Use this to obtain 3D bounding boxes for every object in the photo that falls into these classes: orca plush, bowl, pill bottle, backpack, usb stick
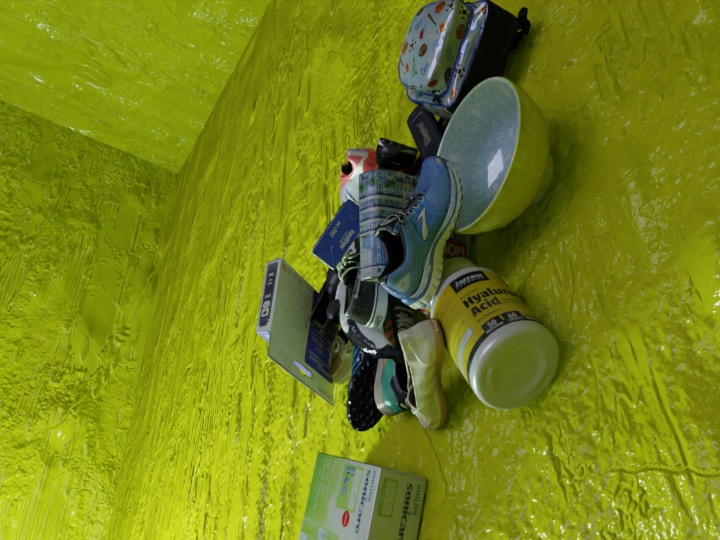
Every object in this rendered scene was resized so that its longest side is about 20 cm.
[{"bbox_3d":[0.015,0.088,1.021,0.200,0.103,0.073,41,148,46],"label":"orca plush"},{"bbox_3d":[0.188,-0.137,0.895,0.200,0.105,0.205,-44,39,51],"label":"bowl"},{"bbox_3d":[0.150,0.066,0.835,0.113,0.109,0.201,-61,27,17],"label":"pill bottle"},{"bbox_3d":[0.144,-0.330,1.076,0.205,0.151,0.190,-66,21,4],"label":"backpack"},{"bbox_3d":[0.114,-0.212,1.110,0.056,0.032,0.202,-54,29,28],"label":"usb stick"}]

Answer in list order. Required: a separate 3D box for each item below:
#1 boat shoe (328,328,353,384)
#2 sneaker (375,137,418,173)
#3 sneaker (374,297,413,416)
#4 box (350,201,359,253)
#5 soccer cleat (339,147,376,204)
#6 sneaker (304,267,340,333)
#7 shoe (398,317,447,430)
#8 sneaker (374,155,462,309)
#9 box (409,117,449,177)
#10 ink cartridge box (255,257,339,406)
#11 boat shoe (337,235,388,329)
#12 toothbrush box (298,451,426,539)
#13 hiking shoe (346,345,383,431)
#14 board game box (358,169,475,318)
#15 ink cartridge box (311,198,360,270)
[{"bbox_3d":[-0.018,0.102,1.203,0.073,0.061,0.205,33,103,63],"label":"boat shoe"},{"bbox_3d":[0.057,-0.174,1.187,0.200,0.068,0.093,-43,-30,-83],"label":"sneaker"},{"bbox_3d":[0.066,0.113,1.028,0.079,0.070,0.205,-31,51,47],"label":"sneaker"},{"bbox_3d":[0.033,-0.049,1.146,0.199,0.058,0.120,-154,69,-69],"label":"box"},{"bbox_3d":[-0.015,-0.178,1.346,0.200,0.074,0.068,127,152,-61],"label":"soccer cleat"},{"bbox_3d":[-0.054,0.053,1.236,0.200,0.059,0.106,-44,-21,-88],"label":"sneaker"},{"bbox_3d":[0.078,0.141,0.883,0.071,0.052,0.204,-116,15,-47],"label":"shoe"},{"bbox_3d":[0.071,-0.060,0.872,0.078,0.087,0.205,-25,47,62],"label":"sneaker"},{"bbox_3d":[0.119,-0.141,1.128,0.203,0.035,0.144,-63,26,21],"label":"box"},{"bbox_3d":[-0.108,0.115,1.212,0.043,0.198,0.204,-19,46,26],"label":"ink cartridge box"},{"bbox_3d":[-0.001,0.002,1.007,0.203,0.066,0.074,-88,20,-45],"label":"boat shoe"},{"bbox_3d":[-0.002,0.352,0.972,0.198,0.084,0.150,-12,62,59],"label":"toothbrush box"},{"bbox_3d":[0.018,0.160,1.102,0.087,0.072,0.205,121,162,-72],"label":"hiking shoe"},{"bbox_3d":[0.091,-0.028,0.965,0.061,0.196,0.206,-19,68,49],"label":"board game box"},{"bbox_3d":[-0.033,-0.057,1.053,0.095,0.044,0.200,-55,5,2],"label":"ink cartridge box"}]
